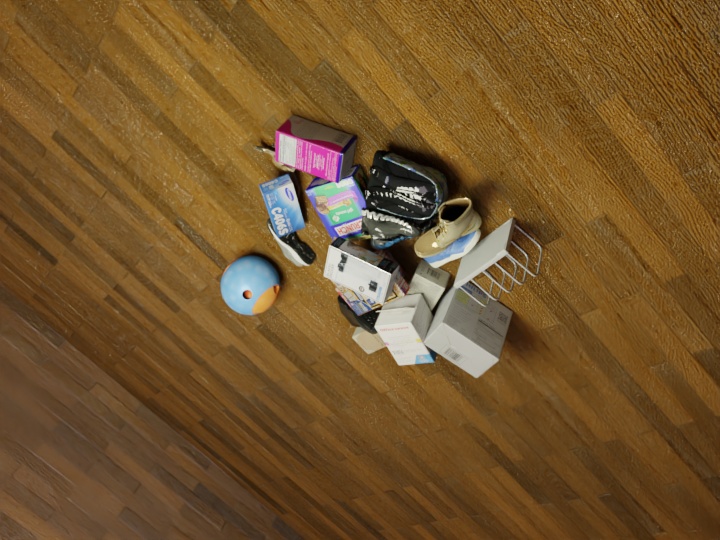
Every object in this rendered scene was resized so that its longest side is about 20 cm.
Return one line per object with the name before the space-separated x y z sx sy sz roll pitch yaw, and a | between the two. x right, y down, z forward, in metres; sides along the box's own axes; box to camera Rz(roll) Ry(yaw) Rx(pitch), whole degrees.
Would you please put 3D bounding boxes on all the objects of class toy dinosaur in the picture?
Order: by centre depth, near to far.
toy dinosaur | -0.218 -0.311 1.740 0.200 0.058 0.101 46 150 -19

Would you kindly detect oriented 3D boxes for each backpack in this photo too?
backpack | 0.131 -0.216 1.563 0.199 0.153 0.165 26 117 35

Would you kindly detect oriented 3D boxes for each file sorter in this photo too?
file sorter | 0.374 -0.013 1.613 0.124 0.139 0.200 38 135 -12

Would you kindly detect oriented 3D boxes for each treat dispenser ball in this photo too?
treat dispenser ball | -0.373 0.050 2.014 0.199 0.201 0.202 15 133 16

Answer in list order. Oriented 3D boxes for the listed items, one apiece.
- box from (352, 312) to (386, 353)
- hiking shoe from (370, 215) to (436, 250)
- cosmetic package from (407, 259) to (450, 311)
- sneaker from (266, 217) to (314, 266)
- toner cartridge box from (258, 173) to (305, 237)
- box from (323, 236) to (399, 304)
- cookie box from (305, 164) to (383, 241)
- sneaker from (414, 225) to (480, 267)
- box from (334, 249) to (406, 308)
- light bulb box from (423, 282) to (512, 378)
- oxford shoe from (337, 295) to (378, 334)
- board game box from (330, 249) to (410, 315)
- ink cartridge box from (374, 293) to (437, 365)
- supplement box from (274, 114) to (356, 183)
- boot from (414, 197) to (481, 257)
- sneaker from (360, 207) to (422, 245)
box | 0.075 0.198 1.993 0.095 0.078 0.199 45 134 -14
hiking shoe | 0.113 -0.116 1.647 0.199 0.087 0.075 -33 112 14
cosmetic package | 0.188 0.074 1.830 0.103 0.073 0.201 27 136 2
sneaker | -0.238 -0.086 1.920 0.079 0.074 0.201 -20 117 44
toner cartridge box | -0.232 -0.190 1.777 0.094 0.043 0.201 -23 145 -8
box | 0.000 0.000 1.682 0.199 0.060 0.117 26 129 15
cookie box | -0.038 -0.185 1.724 0.170 0.075 0.201 -11 123 32
sneaker | 0.234 -0.086 1.663 0.111 0.077 0.199 37 142 -19
box | 0.031 0.033 1.860 0.199 0.095 0.103 -27 111 40
light bulb box | 0.319 0.167 1.750 0.197 0.201 0.125 34 137 -2
oxford shoe | 0.001 0.156 1.967 0.200 0.072 0.085 41 147 41
board game box | 0.026 0.038 1.767 0.199 0.046 0.152 -25 109 39
ink cartridge box | 0.144 0.170 1.791 0.128 0.126 0.201 -9 126 32
supplement box | -0.124 -0.333 1.623 0.199 0.101 0.104 22 135 10
boot | 0.215 -0.112 1.554 0.199 0.155 0.073 -27 70 13
sneaker | 0.078 -0.106 1.600 0.199 0.066 0.091 20 100 34
